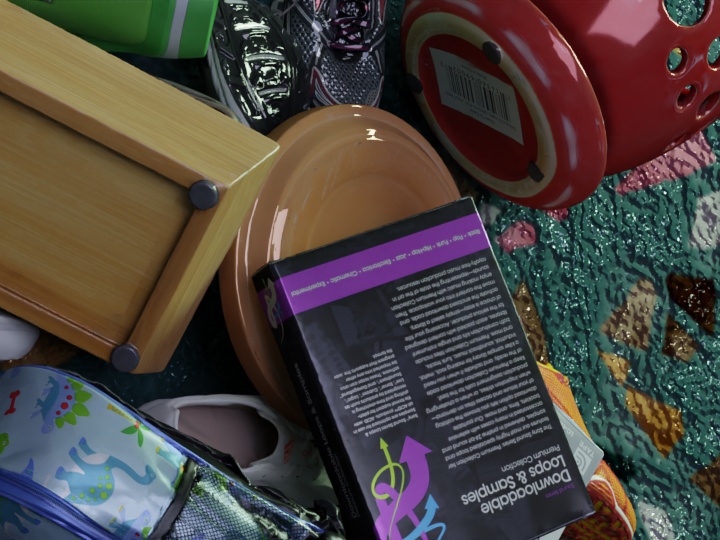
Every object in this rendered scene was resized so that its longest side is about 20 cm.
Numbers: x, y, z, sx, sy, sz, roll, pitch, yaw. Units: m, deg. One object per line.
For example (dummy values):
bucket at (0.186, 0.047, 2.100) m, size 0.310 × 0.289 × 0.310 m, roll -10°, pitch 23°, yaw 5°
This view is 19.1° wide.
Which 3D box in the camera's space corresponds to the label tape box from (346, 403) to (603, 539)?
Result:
label tape box at (0.045, 0.177, 1.305) m, size 0.066 × 0.143 × 0.201 m, roll 44°, pitch 60°, yaw -17°

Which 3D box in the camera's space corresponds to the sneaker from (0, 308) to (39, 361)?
sneaker at (-0.273, 0.058, 1.189) m, size 0.199 × 0.075 × 0.101 m, roll -7°, pitch 107°, yaw -36°

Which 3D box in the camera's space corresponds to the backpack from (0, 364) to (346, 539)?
backpack at (-0.144, 0.152, 1.169) m, size 0.199 × 0.183 × 0.148 m, roll 37°, pitch 62°, yaw -15°

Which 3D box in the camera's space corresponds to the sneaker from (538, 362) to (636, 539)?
sneaker at (0.127, 0.106, 1.407) m, size 0.200 × 0.073 × 0.077 m, roll 53°, pitch 47°, yaw -27°

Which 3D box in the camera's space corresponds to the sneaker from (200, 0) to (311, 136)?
sneaker at (-0.069, -0.076, 1.329) m, size 0.074 × 0.079 × 0.202 m, roll -7°, pitch 79°, yaw -45°

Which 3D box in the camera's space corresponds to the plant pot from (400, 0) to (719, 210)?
plant pot at (0.139, -0.149, 1.410) m, size 0.182 × 0.200 × 0.201 m, roll -38°, pitch 100°, yaw -24°

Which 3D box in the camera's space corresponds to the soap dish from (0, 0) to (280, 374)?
soap dish at (-0.167, -0.044, 1.192) m, size 0.199 × 0.158 × 0.081 m, roll 27°, pitch 22°, yaw -7°

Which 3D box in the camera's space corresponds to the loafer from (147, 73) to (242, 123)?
loafer at (-0.161, -0.101, 1.245) m, size 0.198 × 0.063 × 0.073 m, roll 12°, pitch 78°, yaw -5°

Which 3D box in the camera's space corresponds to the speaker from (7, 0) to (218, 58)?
speaker at (-0.179, -0.181, 1.240) m, size 0.198 × 0.089 × 0.089 m, roll 13°, pitch 71°, yaw -4°

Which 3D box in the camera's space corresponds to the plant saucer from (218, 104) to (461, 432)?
plant saucer at (0.000, 0.000, 1.291) m, size 0.199 × 0.032 × 0.202 m, roll 3°, pitch 85°, yaw -42°

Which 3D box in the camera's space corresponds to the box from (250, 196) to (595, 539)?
box at (0.037, 0.072, 1.228) m, size 0.142 × 0.036 × 0.202 m, roll -18°, pitch 82°, yaw -29°

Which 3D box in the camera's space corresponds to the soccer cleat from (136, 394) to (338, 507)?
soccer cleat at (-0.048, 0.107, 1.301) m, size 0.198 × 0.077 × 0.070 m, roll 4°, pitch 77°, yaw -32°

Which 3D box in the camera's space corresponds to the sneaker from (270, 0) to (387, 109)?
sneaker at (-0.015, -0.188, 1.388) m, size 0.080 × 0.074 × 0.202 m, roll 2°, pitch 79°, yaw -32°
